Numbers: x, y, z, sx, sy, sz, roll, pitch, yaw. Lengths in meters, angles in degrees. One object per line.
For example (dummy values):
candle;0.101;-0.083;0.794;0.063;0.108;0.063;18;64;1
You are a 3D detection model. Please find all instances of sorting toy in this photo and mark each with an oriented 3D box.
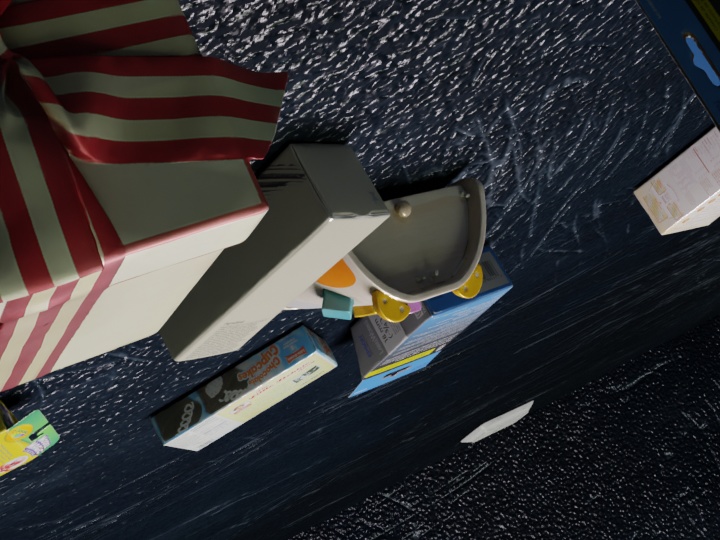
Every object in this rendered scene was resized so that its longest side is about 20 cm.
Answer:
sorting toy;0.000;0.000;1.069;0.199;0.108;0.179;-15;177;-42

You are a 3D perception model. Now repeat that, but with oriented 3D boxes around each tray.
tray;0.352;0.390;2.946;0.199;0.022;0.107;-18;161;-37

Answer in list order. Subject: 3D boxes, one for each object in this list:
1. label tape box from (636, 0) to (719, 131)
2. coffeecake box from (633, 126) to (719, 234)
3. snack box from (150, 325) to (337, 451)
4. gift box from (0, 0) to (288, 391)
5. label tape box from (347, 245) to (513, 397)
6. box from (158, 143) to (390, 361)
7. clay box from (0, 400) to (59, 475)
label tape box;0.319;-0.177;0.941;0.199;0.145;0.063;-23;165;-22
coffeecake box;0.475;-0.137;1.492;0.153;0.073;0.200;-10;155;-50
snack box;-0.127;0.136;1.306;0.199;0.037;0.116;-31;164;3
gift box;-0.146;-0.059;0.454;0.199;0.186;0.187;-25;173;-29
label tape box;0.067;0.061;1.378;0.143;0.064;0.200;-16;159;-41
box;-0.077;-0.012;0.898;0.200;0.069;0.082;-40;161;30
clay box;-0.354;0.159;0.956;0.199;0.048;0.115;-28;164;-14
